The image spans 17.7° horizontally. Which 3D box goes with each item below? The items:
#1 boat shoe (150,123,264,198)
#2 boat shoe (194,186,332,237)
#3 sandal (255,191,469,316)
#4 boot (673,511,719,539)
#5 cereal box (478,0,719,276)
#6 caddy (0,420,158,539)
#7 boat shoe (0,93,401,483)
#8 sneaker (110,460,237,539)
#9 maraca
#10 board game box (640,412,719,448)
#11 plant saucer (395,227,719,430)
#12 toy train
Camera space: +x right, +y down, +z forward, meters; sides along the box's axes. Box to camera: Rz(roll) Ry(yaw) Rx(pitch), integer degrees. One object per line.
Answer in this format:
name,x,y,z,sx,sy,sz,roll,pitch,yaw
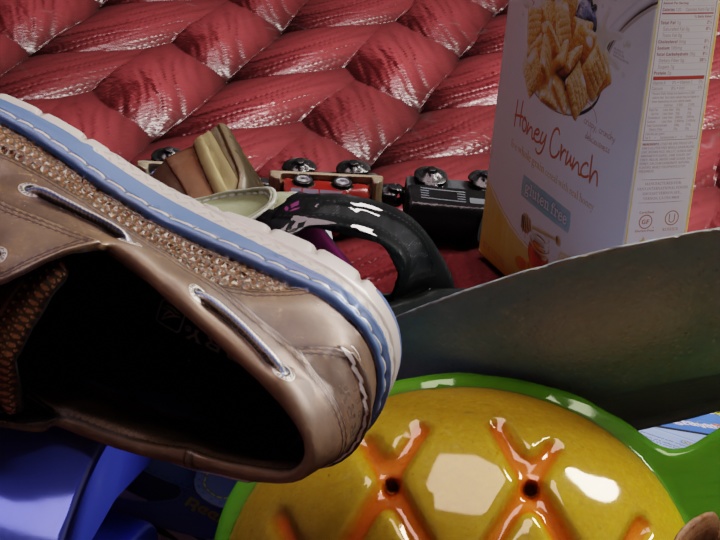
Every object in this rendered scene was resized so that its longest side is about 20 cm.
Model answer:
boat shoe,-0.062,0.009,1.011,0.067,0.072,0.200,-28,32,4
boat shoe,-0.111,0.001,0.917,0.199,0.062,0.072,-18,24,8
sandal,-0.001,0.000,0.809,0.075,0.048,0.200,4,-3,33
boot,0.075,0.142,0.559,0.073,0.156,0.200,16,24,27
cereal box,0.108,-0.077,1.066,0.039,0.201,0.144,-4,22,-21
caddy,-0.124,0.084,0.689,0.104,0.142,0.200,12,21,5
boat shoe,-0.088,0.002,0.623,0.199,0.073,0.072,16,24,7
sneaker,-0.036,0.066,0.793,0.199,0.082,0.074,15,55,9
maraca,0.052,0.100,0.701,0.199,0.138,0.107,0,-6,4
board game box,0.097,0.056,0.959,0.199,0.020,0.103,17,21,27
plant saucer,0.092,0.028,0.774,0.200,0.039,0.201,-10,-12,-2
toy train,-0.022,-0.035,1.166,0.199,0.034,0.046,4,33,-4
